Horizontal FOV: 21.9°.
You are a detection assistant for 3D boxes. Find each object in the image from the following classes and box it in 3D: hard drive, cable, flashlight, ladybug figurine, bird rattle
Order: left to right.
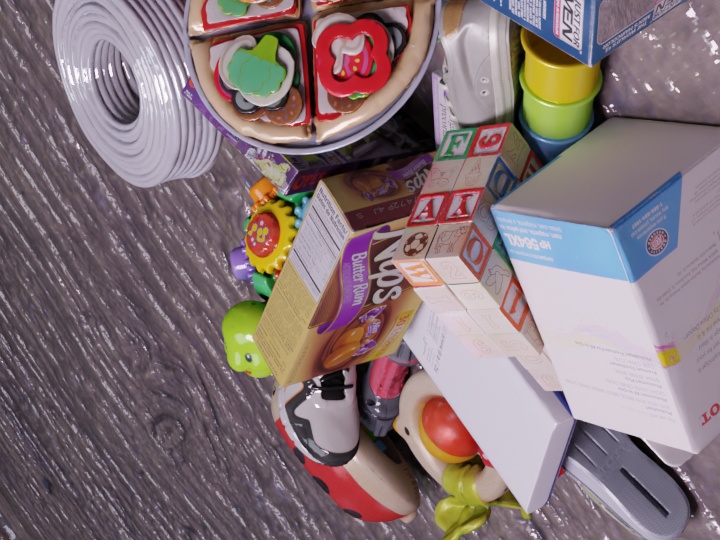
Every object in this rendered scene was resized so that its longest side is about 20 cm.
[{"bbox_3d":[-0.191,-0.170,1.606,0.201,0.069,0.200,58,147,11],"label":"cable"},{"bbox_3d":[-0.019,0.171,1.817,0.200,0.072,0.136,51,-172,10],"label":"ladybug figurine"},{"bbox_3d":[0.032,0.087,1.690,0.068,0.068,0.201,42,150,16],"label":"flashlight"},{"bbox_3d":[0.095,0.153,1.607,0.163,0.112,0.200,44,152,14],"label":"bird rattle"},{"bbox_3d":[0.096,0.079,1.480,0.201,0.025,0.132,54,154,29],"label":"hard drive"}]

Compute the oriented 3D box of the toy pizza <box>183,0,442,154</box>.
[{"bbox_3d":[-0.039,-0.183,1.321,0.200,0.200,0.032,44,-172,20],"label":"toy pizza"}]

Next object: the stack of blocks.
[{"bbox_3d":[0.114,0.006,1.317,0.058,0.116,0.200,-4,142,40],"label":"stack of blocks"}]

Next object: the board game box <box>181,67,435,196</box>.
[{"bbox_3d":[-0.034,-0.115,1.429,0.120,0.199,0.032,40,118,21],"label":"board game box"}]

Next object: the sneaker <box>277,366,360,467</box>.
[{"bbox_3d":[-0.037,0.080,1.719,0.080,0.073,0.202,-39,59,59],"label":"sneaker"}]

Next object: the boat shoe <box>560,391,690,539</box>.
[{"bbox_3d":[0.182,0.144,1.504,0.200,0.072,0.062,50,159,6],"label":"boat shoe"}]

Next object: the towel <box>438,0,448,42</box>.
[{"bbox_3d":[0.021,-0.232,1.378,0.199,0.023,0.153,5,125,57],"label":"towel"}]

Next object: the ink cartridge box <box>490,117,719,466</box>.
[{"bbox_3d":[0.200,0.018,1.256,0.125,0.128,0.201,13,132,53],"label":"ink cartridge box"}]

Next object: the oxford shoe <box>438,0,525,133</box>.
[{"bbox_3d":[0.086,-0.126,1.312,0.057,0.076,0.201,6,148,12],"label":"oxford shoe"}]

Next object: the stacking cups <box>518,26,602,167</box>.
[{"bbox_3d":[0.139,-0.095,1.308,0.060,0.060,0.201,39,153,28],"label":"stacking cups"}]

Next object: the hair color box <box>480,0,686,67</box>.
[{"bbox_3d":[0.104,-0.216,1.170,0.200,0.100,0.061,37,148,31],"label":"hair color box"}]

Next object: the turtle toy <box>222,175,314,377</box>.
[{"bbox_3d":[-0.059,-0.002,1.620,0.145,0.101,0.202,23,99,46],"label":"turtle toy"}]

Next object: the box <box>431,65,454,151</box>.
[{"bbox_3d":[0.085,-0.077,1.436,0.039,0.041,0.201,36,148,33],"label":"box"}]

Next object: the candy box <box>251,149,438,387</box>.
[{"bbox_3d":[0.000,0.000,1.441,0.057,0.116,0.201,58,144,25],"label":"candy box"}]
